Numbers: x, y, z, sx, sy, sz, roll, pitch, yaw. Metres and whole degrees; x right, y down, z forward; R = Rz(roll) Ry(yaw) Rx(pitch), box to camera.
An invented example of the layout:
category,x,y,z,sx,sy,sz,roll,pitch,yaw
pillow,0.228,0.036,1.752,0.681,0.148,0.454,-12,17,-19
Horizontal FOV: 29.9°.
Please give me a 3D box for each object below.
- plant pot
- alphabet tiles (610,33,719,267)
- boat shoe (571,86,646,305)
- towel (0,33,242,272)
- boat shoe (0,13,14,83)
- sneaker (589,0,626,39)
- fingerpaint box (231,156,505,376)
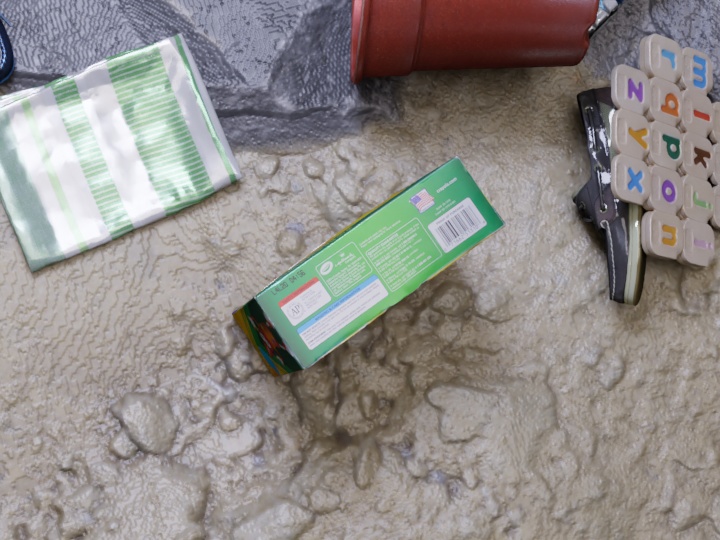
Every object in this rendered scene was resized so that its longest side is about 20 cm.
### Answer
category,x,y,z,sx,sy,sz,roll,pitch,yaw
plant pot,0.095,-0.253,1.140,0.195,0.201,0.201,3,81,-3
alphabet tiles,0.284,-0.106,1.212,0.195,0.015,0.200,9,78,-41
boat shoe,0.224,-0.068,1.218,0.066,0.072,0.201,-1,85,13
towel,-0.219,-0.106,1.163,0.200,0.023,0.153,-23,87,-13
boat shoe,-0.367,-0.241,1.133,0.084,0.069,0.200,-40,90,-13
sneaker,0.234,-0.295,1.250,0.200,0.075,0.087,-43,85,-13
fingerpaint box,0.000,0.000,1.113,0.200,0.167,0.073,-35,91,-12
